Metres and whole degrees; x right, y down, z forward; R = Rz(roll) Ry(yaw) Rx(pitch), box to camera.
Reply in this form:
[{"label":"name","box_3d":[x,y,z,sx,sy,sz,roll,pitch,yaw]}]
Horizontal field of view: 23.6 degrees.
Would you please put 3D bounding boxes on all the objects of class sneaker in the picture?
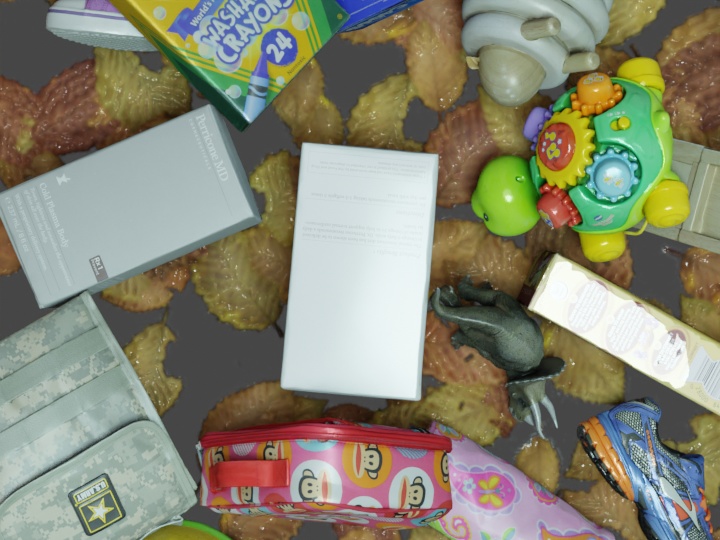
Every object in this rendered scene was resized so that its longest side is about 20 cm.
[{"label":"sneaker","box_3d":[-0.167,-0.246,1.455,0.198,0.073,0.116,-2,89,-10]},{"label":"sneaker","box_3d":[0.270,0.194,1.463,0.078,0.075,0.201,-36,93,-2]}]

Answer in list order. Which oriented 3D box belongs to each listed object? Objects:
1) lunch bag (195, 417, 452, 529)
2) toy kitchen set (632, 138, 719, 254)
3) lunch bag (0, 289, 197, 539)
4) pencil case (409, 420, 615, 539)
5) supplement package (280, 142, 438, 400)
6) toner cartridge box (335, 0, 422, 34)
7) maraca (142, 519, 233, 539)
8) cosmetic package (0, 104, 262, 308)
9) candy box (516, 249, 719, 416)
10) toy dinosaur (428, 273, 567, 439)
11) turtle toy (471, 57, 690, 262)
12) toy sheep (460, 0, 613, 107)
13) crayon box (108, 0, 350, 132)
[{"label":"lunch bag","box_3d":[-0.041,0.164,1.380,0.175,0.199,0.083,8,78,-36]},{"label":"toy kitchen set","box_3d":[0.346,-0.091,1.451,0.198,0.180,0.165,11,97,-40]},{"label":"lunch bag","box_3d":[-0.245,0.149,1.414,0.163,0.118,0.201,-29,82,-15]},{"label":"pencil case","box_3d":[0.116,0.209,1.460,0.199,0.087,0.088,31,92,0]},{"label":"supplement package","box_3d":[0.000,0.000,1.434,0.115,0.117,0.203,5,92,-1]},{"label":"toner cartridge box","box_3d":[0.043,-0.269,1.399,0.199,0.043,0.096,-17,92,44]},{"label":"maraca","box_3d":[-0.173,0.274,1.454,0.198,0.107,0.139,15,87,11]},{"label":"cosmetic package","box_3d":[-0.191,-0.053,1.450,0.198,0.090,0.108,-25,88,4]},{"label":"candy box","box_3d":[0.231,0.053,1.434,0.198,0.117,0.057,28,92,-1]},{"label":"toy dinosaur","box_3d":[0.117,0.049,1.428,0.102,0.200,0.077,30,73,31]},{"label":"turtle toy","box_3d":[0.177,-0.085,1.417,0.100,0.199,0.148,8,63,-37]},{"label":"toy sheep","box_3d":[0.150,-0.225,1.419,0.137,0.138,0.202,25,72,-1]},{"label":"crayon box","box_3d":[-0.123,-0.229,1.399,0.200,0.052,0.126,44,77,-6]}]
